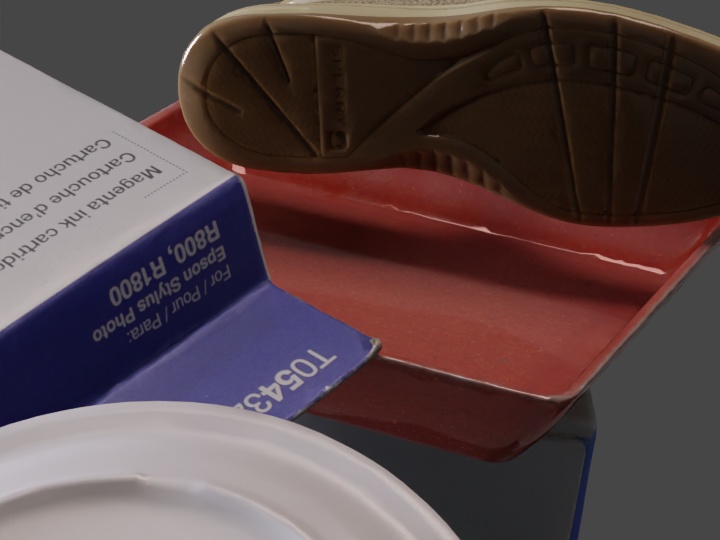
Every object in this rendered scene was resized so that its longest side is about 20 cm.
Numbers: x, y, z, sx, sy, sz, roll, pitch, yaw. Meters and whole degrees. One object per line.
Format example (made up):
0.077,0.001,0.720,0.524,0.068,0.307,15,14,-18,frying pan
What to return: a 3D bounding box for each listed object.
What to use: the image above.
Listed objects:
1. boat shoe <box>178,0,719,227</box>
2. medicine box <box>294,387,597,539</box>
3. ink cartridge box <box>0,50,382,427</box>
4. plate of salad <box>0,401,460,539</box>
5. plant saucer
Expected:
0.044,-0.062,0.918,0.199,0.072,0.065,9,22,9,boat shoe
0.013,0.089,0.973,0.103,0.183,0.200,7,21,-1,medicine box
-0.130,0.014,0.769,0.200,0.043,0.196,26,46,32,ink cartridge box
-0.059,0.118,0.637,0.199,0.048,0.201,-5,52,7,plate of salad
0.000,0.000,0.892,0.199,0.037,0.200,14,21,18,plant saucer
